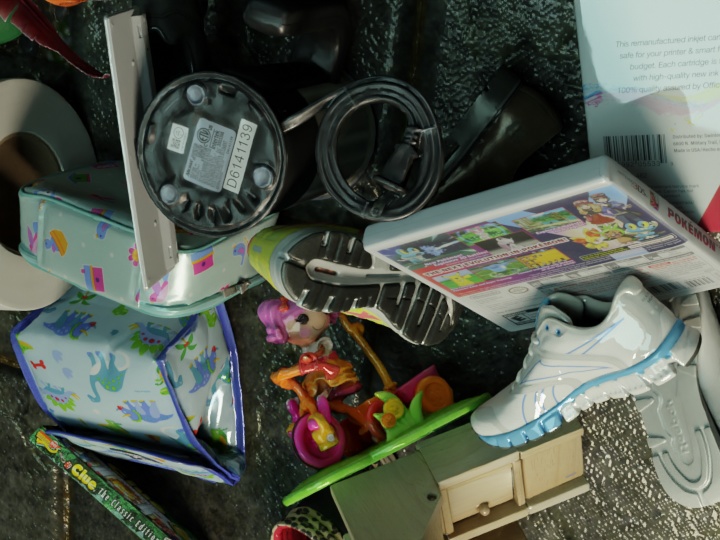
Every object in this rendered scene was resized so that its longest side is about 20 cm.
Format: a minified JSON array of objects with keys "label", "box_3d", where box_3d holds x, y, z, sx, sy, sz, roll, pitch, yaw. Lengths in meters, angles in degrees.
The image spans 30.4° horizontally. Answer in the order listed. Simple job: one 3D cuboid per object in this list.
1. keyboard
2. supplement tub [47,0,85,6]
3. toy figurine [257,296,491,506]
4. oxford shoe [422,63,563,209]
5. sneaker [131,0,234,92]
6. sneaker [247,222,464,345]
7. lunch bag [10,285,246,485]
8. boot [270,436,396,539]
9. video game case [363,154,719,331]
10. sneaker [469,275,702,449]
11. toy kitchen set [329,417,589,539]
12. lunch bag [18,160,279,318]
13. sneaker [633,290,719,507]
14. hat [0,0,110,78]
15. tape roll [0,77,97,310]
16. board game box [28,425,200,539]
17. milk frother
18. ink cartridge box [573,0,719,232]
[{"label":"keyboard","box_3d":[-0.159,-0.088,0.962,0.011,0.056,0.200,1,109,21]},{"label":"supplement tub","box_3d":[-0.178,-0.289,1.031,0.200,0.123,0.123,-19,101,33]},{"label":"toy figurine","box_3d":[-0.019,0.068,1.078,0.184,0.200,0.150,62,146,8]},{"label":"oxford shoe","box_3d":[0.086,-0.056,1.024,0.084,0.073,0.200,36,126,0]},{"label":"sneaker","box_3d":[-0.144,-0.152,1.052,0.076,0.091,0.200,-5,145,10]},{"label":"sneaker","box_3d":[0.000,0.000,1.004,0.090,0.200,0.078,19,90,49]},{"label":"lunch bag","box_3d":[-0.203,0.111,1.218,0.170,0.127,0.200,9,134,24]},{"label":"boot","box_3d":[0.011,0.252,1.141,0.073,0.151,0.200,-23,100,34]},{"label":"video game case","box_3d":[0.135,-0.012,0.930,0.200,0.182,0.023,-15,59,39]},{"label":"sneaker","box_3d":[0.148,0.062,0.974,0.200,0.075,0.087,-34,99,37]},{"label":"toy kitchen set","box_3d":[0.108,0.240,1.036,0.200,0.180,0.163,-21,134,-9]},{"label":"lunch bag","box_3d":[-0.173,-0.031,1.118,0.200,0.160,0.077,20,113,26]},{"label":"sneaker","box_3d":[0.249,0.074,0.997,0.076,0.080,0.200,-13,84,47]},{"label":"hat","box_3d":[-0.288,-0.238,1.130,0.176,0.166,0.200,0,81,-3]},{"label":"tape roll","box_3d":[-0.344,-0.066,1.164,0.139,0.203,0.203,1,111,26]},{"label":"board game box","box_3d":[-0.229,0.222,1.288,0.200,0.105,0.023,39,84,7]},{"label":"milk frother","box_3d":[-0.025,-0.095,0.989,0.200,0.188,0.181,39,112,9]},{"label":"ink cartridge box","box_3d":[0.233,-0.132,0.906,0.146,0.083,0.200,1,111,28]}]
